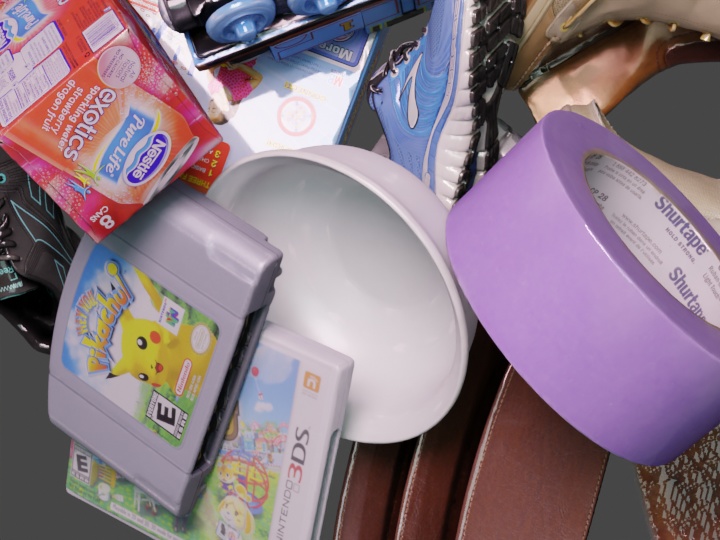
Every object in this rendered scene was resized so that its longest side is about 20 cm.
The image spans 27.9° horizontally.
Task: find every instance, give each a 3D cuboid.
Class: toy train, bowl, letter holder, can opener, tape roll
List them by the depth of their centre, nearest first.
[{"bbox_3d":[0.149,0.008,0.849,0.085,0.200,0.200,-43,85,25],"label":"tape roll"},{"bbox_3d":[0.000,0.000,0.913,0.200,0.090,0.203,20,128,27],"label":"bowl"},{"bbox_3d":[-0.030,-0.190,0.928,0.198,0.114,0.087,-22,75,1],"label":"toy train"},{"bbox_3d":[0.073,0.128,0.945,0.141,0.100,0.202,17,88,-16],"label":"letter holder"},{"bbox_3d":[-0.062,0.035,1.004,0.198,0.053,0.068,-17,89,2],"label":"can opener"}]

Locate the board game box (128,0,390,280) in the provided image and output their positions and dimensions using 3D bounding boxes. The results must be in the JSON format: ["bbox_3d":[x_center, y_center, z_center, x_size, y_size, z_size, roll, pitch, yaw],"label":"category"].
[{"bbox_3d":[-0.104,-0.118,1.015,0.198,0.056,0.198,21,89,5],"label":"board game box"}]

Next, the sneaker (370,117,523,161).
[{"bbox_3d":[0.088,-0.035,0.997,0.200,0.075,0.116,43,99,11],"label":"sneaker"}]

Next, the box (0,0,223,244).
[{"bbox_3d":[-0.171,-0.118,0.888,0.099,0.200,0.096,-39,125,1],"label":"box"}]

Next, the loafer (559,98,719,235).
[{"bbox_3d":[0.210,-0.044,0.971,0.068,0.076,0.200,-40,100,16],"label":"loafer"}]

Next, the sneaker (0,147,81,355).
[{"bbox_3d":[-0.232,-0.032,0.958,0.075,0.080,0.201,-17,124,15],"label":"sneaker"}]

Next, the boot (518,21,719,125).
[{"bbox_3d":[0.211,-0.139,0.990,0.199,0.068,0.189,-31,92,5],"label":"boot"}]

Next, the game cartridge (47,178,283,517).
[{"bbox_3d":[-0.132,0.043,0.918,0.133,0.040,0.202,33,118,24],"label":"game cartridge"}]

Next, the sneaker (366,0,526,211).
[{"bbox_3d":[0.044,-0.124,0.909,0.088,0.078,0.202,22,122,22],"label":"sneaker"}]

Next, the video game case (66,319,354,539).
[{"bbox_3d":[-0.106,0.105,0.953,0.199,0.022,0.184,22,114,25],"label":"video game case"}]

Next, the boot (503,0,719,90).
[{"bbox_3d":[0.179,-0.171,0.934,0.154,0.201,0.073,20,44,-14],"label":"boot"}]
